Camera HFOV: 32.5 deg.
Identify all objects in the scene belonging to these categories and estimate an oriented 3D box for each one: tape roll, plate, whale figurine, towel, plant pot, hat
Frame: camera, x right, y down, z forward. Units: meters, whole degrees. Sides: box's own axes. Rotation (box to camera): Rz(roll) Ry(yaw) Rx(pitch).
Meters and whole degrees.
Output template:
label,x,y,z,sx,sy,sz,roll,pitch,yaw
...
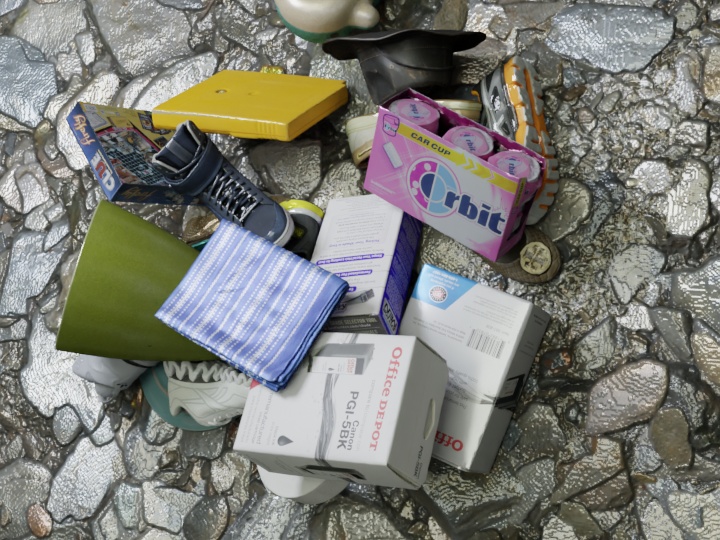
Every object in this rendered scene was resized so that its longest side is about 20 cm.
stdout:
label,x,y,z,sx,sy,sz,roll,pitch,yaw
tape roll,-0.053,0.174,1.454,0.202,0.037,0.205,-30,50,41
plate,-0.209,0.106,1.594,0.198,0.026,0.202,-5,76,22
whale figurine,-0.014,-0.365,1.588,0.199,0.104,0.160,-25,67,-9
towel,-0.122,0.034,1.372,0.199,0.024,0.145,26,75,31
plant pot,-0.244,0.033,1.490,0.198,0.187,0.189,17,85,-8
hat,0.054,-0.238,1.479,0.199,0.200,0.082,-2,93,23

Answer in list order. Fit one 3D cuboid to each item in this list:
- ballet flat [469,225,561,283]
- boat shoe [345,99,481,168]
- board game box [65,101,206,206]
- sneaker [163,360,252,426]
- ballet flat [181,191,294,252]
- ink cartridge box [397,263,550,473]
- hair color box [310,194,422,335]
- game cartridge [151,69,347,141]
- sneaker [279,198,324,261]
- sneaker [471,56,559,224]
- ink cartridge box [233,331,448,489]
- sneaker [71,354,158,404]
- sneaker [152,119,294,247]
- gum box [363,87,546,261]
label,x,y,z,sx,sy,sz,roll,pitch,yaw
ballet flat,0.149,-0.048,1.459,0.199,0.046,0.068,35,94,26
boat shoe,0.066,-0.165,1.500,0.199,0.074,0.067,-7,87,45
board game box,-0.265,-0.146,1.578,0.035,0.199,0.136,-45,64,29
sneaker,-0.161,0.153,1.509,0.199,0.075,0.082,5,90,39
ballet flat,-0.144,-0.068,1.584,0.198,0.071,0.066,-14,56,16
ink cartridge box,0.111,0.113,1.418,0.144,0.084,0.202,21,88,27
hair color box,0.000,0.000,1.456,0.108,0.065,0.201,-5,44,23
game cartridge,-0.134,-0.210,1.560,0.198,0.176,0.033,10,119,25
sneaker,-0.130,-0.015,1.528,0.199,0.074,0.085,-32,38,32
sneaker,0.180,-0.148,1.460,0.077,0.078,0.202,-17,69,36
ink cartridge box,-0.021,0.146,1.329,0.198,0.083,0.148,0,64,32
sneaker,-0.336,0.077,1.626,0.115,0.075,0.201,-47,51,20
sneaker,-0.170,-0.098,1.471,0.077,0.146,0.202,-48,40,-3
gum box,0.108,-0.107,1.401,0.199,0.066,0.114,30,131,22
